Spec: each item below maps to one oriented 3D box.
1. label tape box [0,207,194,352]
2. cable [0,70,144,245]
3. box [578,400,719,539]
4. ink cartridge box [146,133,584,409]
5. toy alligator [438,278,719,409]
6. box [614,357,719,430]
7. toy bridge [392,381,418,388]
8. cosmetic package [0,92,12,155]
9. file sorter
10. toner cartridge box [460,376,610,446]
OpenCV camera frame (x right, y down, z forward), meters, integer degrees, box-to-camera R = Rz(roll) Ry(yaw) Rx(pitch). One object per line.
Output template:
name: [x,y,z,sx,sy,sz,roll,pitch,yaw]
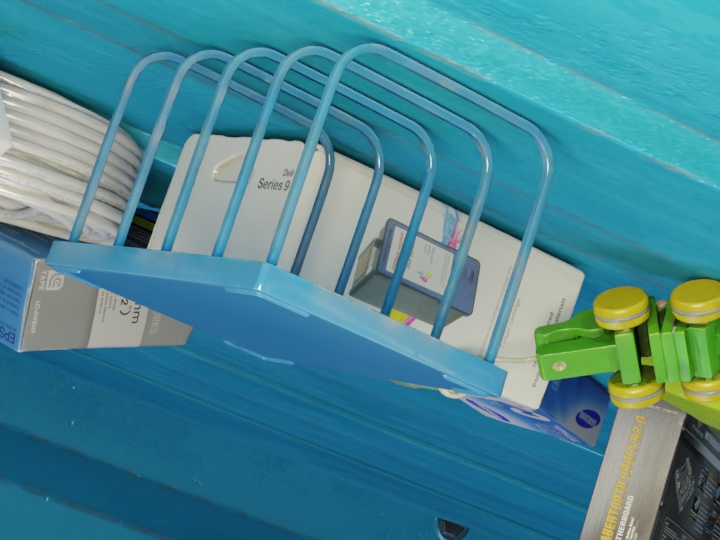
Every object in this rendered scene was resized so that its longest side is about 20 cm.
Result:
label tape box: [-0.177,0.001,1.626,0.199,0.067,0.143,2,-165,-45]
cable: [-0.225,-0.075,1.490,0.199,0.070,0.200,14,171,26]
box: [0.204,0.157,1.686,0.048,0.160,0.200,13,170,22]
ink cartridge box: [0.000,0.000,1.403,0.199,0.088,0.145,27,169,-32]
toy alligator: [0.137,0.036,1.341,0.198,0.060,0.054,-6,-156,15]
box: [0.256,0.084,1.429,0.199,0.048,0.122,21,175,44]
toy bridge: [-0.014,0.017,1.596,0.027,0.068,0.200,12,170,40]
cosmetic package: [-0.293,-0.059,1.326,0.200,0.082,0.113,-37,139,24]
file sorter: [-0.026,-0.028,1.162,0.138,0.124,0.199,25,169,-32]
toner cartridge box: [0.100,0.073,1.775,0.094,0.043,0.200,16,171,28]
